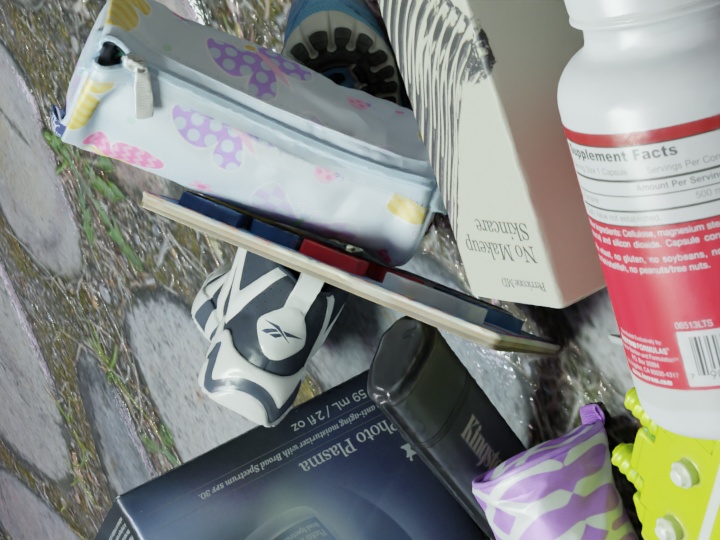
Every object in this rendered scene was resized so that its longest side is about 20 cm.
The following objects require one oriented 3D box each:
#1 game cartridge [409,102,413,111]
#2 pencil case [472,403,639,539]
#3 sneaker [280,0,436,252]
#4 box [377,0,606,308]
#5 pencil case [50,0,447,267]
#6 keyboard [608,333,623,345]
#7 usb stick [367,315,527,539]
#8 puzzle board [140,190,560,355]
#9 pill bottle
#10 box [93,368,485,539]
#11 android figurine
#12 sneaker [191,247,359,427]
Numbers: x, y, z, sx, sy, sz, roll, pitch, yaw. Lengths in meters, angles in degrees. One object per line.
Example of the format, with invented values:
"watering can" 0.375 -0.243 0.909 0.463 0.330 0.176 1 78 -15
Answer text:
"game cartridge" 0.084 -0.104 1.041 0.130 0.038 0.200 57 154 25
"pencil case" 0.134 0.179 1.137 0.201 0.085 0.084 65 162 -2
"sneaker" -0.001 -0.088 1.196 0.200 0.078 0.090 83 -179 -50
"box" 0.067 -0.088 0.970 0.082 0.068 0.201 6 118 61
"pencil case" -0.051 -0.072 1.079 0.199 0.083 0.091 22 159 -9
"keyboard" 0.191 0.051 0.949 0.200 0.056 0.011 18 95 57
"usb stick" 0.055 0.089 1.161 0.032 0.056 0.200 11 156 30
"puzzle board" 0.000 0.000 1.118 0.199 0.017 0.151 22 -176 16
"pill bottle" 0.146 -0.042 0.882 0.112 0.112 0.201 12 123 59
"box" -0.031 0.200 1.344 0.199 0.200 0.123 57 154 13
"android figurine" 0.194 0.136 1.037 0.200 0.041 0.182 47 150 30
"sneaker" -0.048 0.003 1.357 0.079 0.130 0.199 30 -165 -6
